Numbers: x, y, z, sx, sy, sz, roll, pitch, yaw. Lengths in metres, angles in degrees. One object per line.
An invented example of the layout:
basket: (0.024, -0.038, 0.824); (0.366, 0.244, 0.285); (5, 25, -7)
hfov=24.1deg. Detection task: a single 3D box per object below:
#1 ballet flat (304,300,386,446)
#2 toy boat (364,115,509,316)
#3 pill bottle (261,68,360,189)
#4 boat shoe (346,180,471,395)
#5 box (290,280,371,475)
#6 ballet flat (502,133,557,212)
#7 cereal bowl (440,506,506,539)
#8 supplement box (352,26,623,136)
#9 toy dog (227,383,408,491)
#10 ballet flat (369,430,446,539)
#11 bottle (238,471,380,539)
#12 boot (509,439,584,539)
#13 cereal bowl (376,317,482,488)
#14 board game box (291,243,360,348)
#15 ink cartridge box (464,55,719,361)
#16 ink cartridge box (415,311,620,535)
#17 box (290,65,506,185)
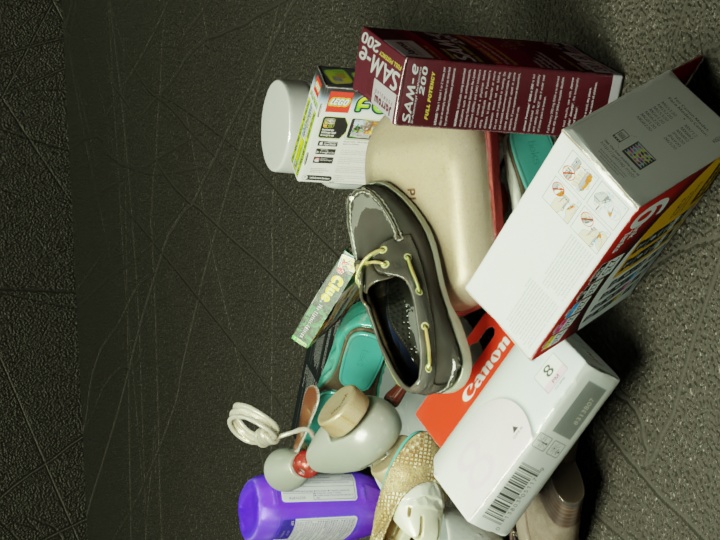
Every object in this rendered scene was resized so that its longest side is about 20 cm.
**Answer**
ballet flat: (-0.006, 0.101, 1.648); (0.071, 0.067, 0.200); (-72, 3, -46)
toy boat: (0.086, -0.062, 1.521); (0.130, 0.130, 0.201); (-1, 95, 38)
pill bottle: (0.010, -0.139, 1.665); (0.120, 0.199, 0.120); (-179, 90, -68)
boat shoe: (0.032, 0.012, 1.445); (0.072, 0.060, 0.202); (-36, 69, 36)
box: (-0.009, 0.133, 1.870); (0.141, 0.078, 0.201); (-119, 36, -57)
ballet flat: (0.161, -0.038, 1.470); (0.070, 0.069, 0.201); (118, 152, -49)
cereal bowl: (0.103, 0.317, 1.531); (0.200, 0.083, 0.201); (-174, 90, -86)
supplement box: (0.106, -0.158, 1.415); (0.109, 0.199, 0.061); (-133, 48, -60)
toy dog: (-0.017, 0.151, 1.600); (0.199, 0.096, 0.132); (0, 130, 41)
ballet flat: (0.042, 0.243, 1.507); (0.065, 0.070, 0.201); (39, 117, 52)
bottle: (-0.022, 0.242, 1.727); (0.084, 0.199, 0.066); (127, 139, -58)
boot: (0.151, 0.167, 1.475); (0.146, 0.070, 0.201); (108, 162, -56)
cereal bowl: (0.073, 0.126, 1.628); (0.200, 0.083, 0.201); (-179, 90, -68)
board game box: (0.000, 0.000, 1.607); (0.105, 0.023, 0.200); (-61, -9, 24)
ink cartridge box: (0.197, -0.049, 1.293); (0.084, 0.175, 0.200); (48, 143, 16)
ink cartridge box: (0.111, 0.101, 1.406); (0.163, 0.057, 0.200); (-56, 36, 10)
box: (0.044, -0.130, 1.576); (0.035, 0.199, 0.110); (-111, 31, -46)
